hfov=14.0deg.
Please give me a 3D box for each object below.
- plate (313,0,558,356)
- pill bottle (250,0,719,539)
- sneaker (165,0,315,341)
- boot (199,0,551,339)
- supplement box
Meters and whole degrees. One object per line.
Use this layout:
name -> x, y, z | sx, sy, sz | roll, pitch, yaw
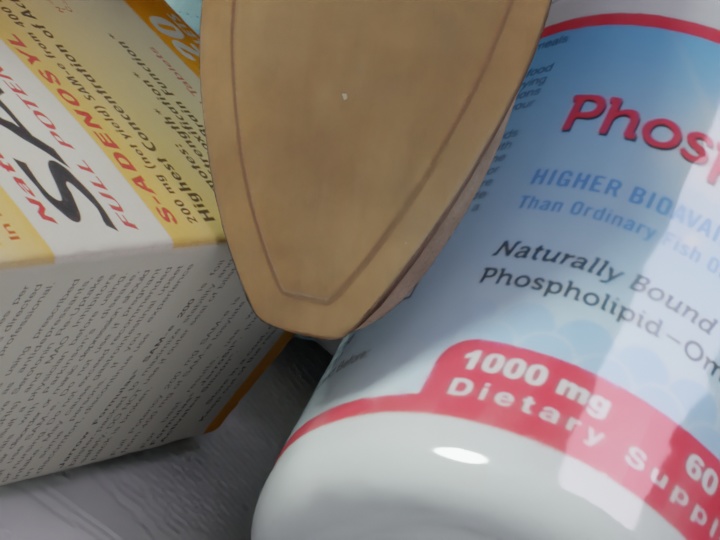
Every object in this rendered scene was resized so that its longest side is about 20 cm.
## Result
plate -> 0.107, -0.004, 0.773 | 0.199, 0.032, 0.200 | 38, 57, -9
pill bottle -> 0.062, 0.006, 0.657 | 0.109, 0.109, 0.200 | 37, 53, -12
sneaker -> 0.000, 0.000, 0.779 | 0.200, 0.074, 0.082 | 49, 58, -10
boot -> 0.028, -0.089, 0.635 | 0.070, 0.201, 0.146 | 16, 9, 13
supplement box -> -0.094, -0.023, 0.604 | 0.126, 0.074, 0.200 | 46, 20, 14
